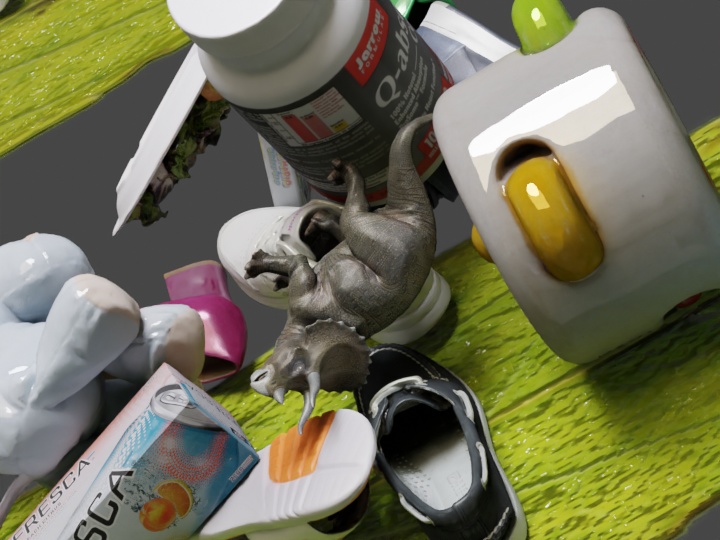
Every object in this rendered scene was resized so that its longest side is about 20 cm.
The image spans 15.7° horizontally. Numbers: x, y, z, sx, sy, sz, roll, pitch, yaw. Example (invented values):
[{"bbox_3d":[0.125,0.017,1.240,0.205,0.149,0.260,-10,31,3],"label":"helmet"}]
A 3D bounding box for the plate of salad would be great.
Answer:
[{"bbox_3d":[-0.115,-0.107,1.818,0.201,0.048,0.200,-60,8,13],"label":"plate of salad"}]

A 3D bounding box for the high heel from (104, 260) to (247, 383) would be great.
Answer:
[{"bbox_3d":[-0.168,0.066,1.721,0.199,0.068,0.096,-29,39,11],"label":"high heel"}]

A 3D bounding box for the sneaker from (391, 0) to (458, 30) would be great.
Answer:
[{"bbox_3d":[0.036,-0.183,1.818,0.083,0.074,0.201,-11,55,32],"label":"sneaker"}]

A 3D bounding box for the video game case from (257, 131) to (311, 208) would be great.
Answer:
[{"bbox_3d":[-0.051,-0.159,1.771,0.023,0.183,0.201,-3,46,8],"label":"video game case"}]

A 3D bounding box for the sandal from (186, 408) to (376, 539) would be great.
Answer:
[{"bbox_3d":[-0.041,0.139,1.566,0.206,0.059,0.079,-22,34,52],"label":"sandal"}]

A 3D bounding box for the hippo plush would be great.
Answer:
[{"bbox_3d":[-0.200,0.069,1.665,0.200,0.159,0.161,-45,39,-2],"label":"hippo plush"}]

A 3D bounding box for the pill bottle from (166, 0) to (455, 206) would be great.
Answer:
[{"bbox_3d":[-0.029,-0.131,1.593,0.115,0.200,0.116,-14,58,23],"label":"pill bottle"}]

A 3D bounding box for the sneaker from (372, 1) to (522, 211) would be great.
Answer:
[{"bbox_3d":[0.080,-0.072,1.673,0.202,0.077,0.146,31,81,40],"label":"sneaker"}]

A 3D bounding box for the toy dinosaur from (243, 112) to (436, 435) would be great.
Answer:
[{"bbox_3d":[0.000,0.000,1.556,0.102,0.077,0.200,38,81,24],"label":"toy dinosaur"}]

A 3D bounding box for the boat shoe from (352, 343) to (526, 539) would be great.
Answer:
[{"bbox_3d":[0.039,0.096,1.541,0.075,0.060,0.200,-37,39,-1],"label":"boat shoe"}]

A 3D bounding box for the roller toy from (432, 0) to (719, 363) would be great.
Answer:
[{"bbox_3d":[0.128,-0.044,1.517,0.139,0.183,0.201,-29,44,9],"label":"roller toy"}]

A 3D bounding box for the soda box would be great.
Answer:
[{"bbox_3d":[-0.155,0.157,1.585,0.200,0.064,0.068,-49,26,3],"label":"soda box"}]

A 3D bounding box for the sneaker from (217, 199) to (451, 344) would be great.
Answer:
[{"bbox_3d":[-0.028,-0.019,1.676,0.199,0.100,0.075,16,63,46],"label":"sneaker"}]

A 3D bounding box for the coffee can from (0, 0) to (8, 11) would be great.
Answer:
[{"bbox_3d":[-0.341,-0.317,2.168,0.146,0.147,0.201,-17,43,23],"label":"coffee can"}]
